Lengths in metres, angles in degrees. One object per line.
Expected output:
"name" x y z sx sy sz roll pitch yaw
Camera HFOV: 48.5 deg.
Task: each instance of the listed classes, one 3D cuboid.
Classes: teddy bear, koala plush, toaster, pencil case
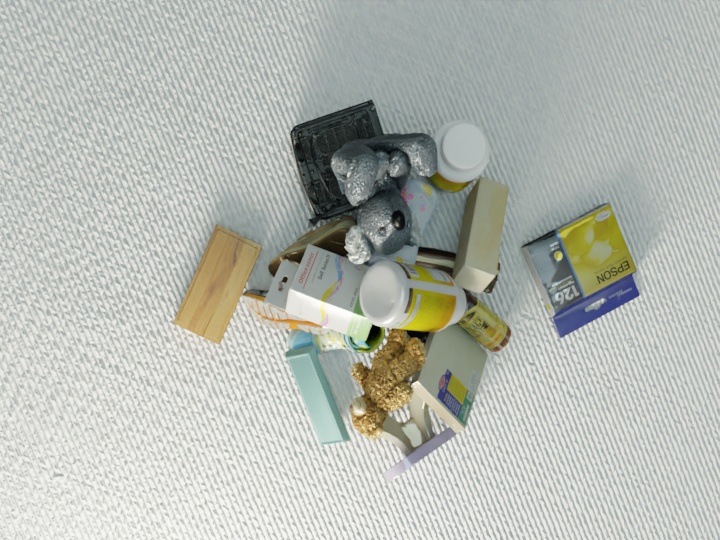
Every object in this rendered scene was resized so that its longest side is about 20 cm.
"teddy bear" 0.040 0.194 1.402 0.200 0.066 0.146 -46 54 12
"koala plush" 0.038 -0.121 1.382 0.174 0.183 0.205 -20 110 -23
"toaster" -0.039 -0.196 1.498 0.195 0.119 0.185 -19 92 -6
"pencil case" 0.083 -0.072 1.495 0.089 0.084 0.204 2 57 31

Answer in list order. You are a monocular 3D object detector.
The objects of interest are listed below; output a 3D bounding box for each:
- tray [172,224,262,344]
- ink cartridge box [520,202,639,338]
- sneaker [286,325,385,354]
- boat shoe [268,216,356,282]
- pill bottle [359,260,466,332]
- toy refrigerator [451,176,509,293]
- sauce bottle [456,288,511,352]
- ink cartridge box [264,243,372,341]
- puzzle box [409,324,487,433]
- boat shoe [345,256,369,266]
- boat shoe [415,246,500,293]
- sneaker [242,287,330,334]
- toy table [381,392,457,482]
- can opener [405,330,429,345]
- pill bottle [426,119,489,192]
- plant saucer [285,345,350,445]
"tray" -0.271 0.026 1.519 0.097 0.037 0.204 24 88 -6
"ink cartridge box" 0.446 0.001 1.591 0.194 0.047 0.204 -26 91 -6
"sneaker" -0.043 0.121 1.495 0.195 0.131 0.082 -18 102 -5
"boat shoe" -0.087 -0.039 1.507 0.196 0.065 0.072 -23 122 24
"pill bottle" 0.097 0.048 1.388 0.197 0.108 0.113 10 90 -46
"toy refrigerator" 0.229 -0.067 1.506 0.068 0.076 0.204 19 59 -6
"sauce bottle" 0.204 0.080 1.534 0.198 0.066 0.067 37 87 -20
"ink cartridge box" -0.062 0.031 1.430 0.195 0.068 0.119 19 48 0
"puzzle box" 0.167 0.185 1.491 0.133 0.201 0.025 45 131 -14
"boat shoe" 0.000 0.000 1.535 0.061 0.072 0.203 -30 81 11
"boat shoe" 0.171 0.006 1.549 0.196 0.075 0.077 10 102 -2
"sneaker" -0.132 0.064 1.503 0.195 0.079 0.078 11 54 20
"toy table" 0.092 0.297 1.493 0.183 0.198 0.119 -41 75 28
"can opener" 0.132 0.142 1.555 0.199 0.063 0.079 42 60 -15
"pill bottle" 0.176 -0.211 1.468 0.106 0.200 0.113 0 88 -1
"plant saucer" -0.084 0.243 1.518 0.068 0.019 0.205 -13 103 31
